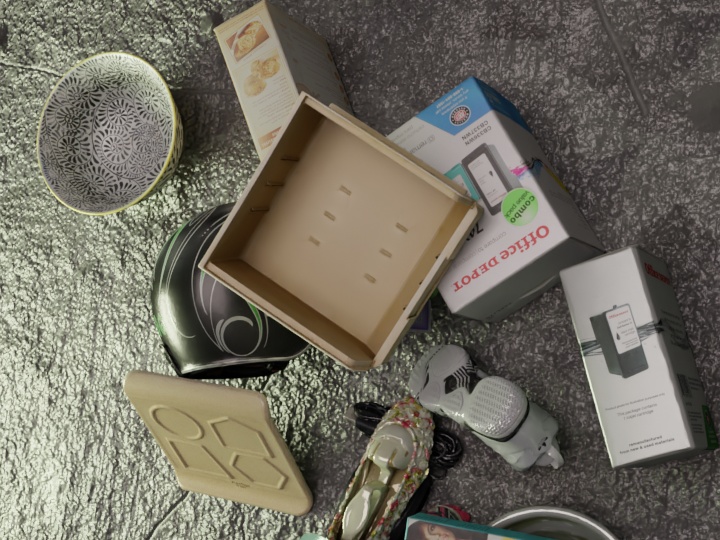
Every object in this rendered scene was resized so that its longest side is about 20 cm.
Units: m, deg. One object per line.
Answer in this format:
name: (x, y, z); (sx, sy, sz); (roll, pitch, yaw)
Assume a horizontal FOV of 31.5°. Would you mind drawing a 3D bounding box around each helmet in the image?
helmet: (-0.133, 0.018, 1.418); (0.200, 0.200, 0.191); (-11, 79, 22)

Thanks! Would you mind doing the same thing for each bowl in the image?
bowl: (-0.288, -0.159, 1.566); (0.200, 0.094, 0.201); (-3, 82, 23)

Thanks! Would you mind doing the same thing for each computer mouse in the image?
computer mouse: (0.015, 0.253, 1.397); (0.138, 0.053, 0.200); (21, 92, 24)

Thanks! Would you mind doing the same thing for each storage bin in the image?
storage bin: (-0.015, -0.035, 1.253); (0.198, 0.094, 0.200); (34, 100, 11)

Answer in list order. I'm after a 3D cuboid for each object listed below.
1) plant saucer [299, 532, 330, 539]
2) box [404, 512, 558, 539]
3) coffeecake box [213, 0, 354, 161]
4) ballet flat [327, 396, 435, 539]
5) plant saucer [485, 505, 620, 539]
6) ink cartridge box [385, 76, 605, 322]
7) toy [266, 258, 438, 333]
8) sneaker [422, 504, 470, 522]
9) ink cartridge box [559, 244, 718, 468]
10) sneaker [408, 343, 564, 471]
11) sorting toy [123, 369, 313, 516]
plant saucer: (-0.011, 0.365, 1.324); (0.039, 0.201, 0.201); (-36, 64, -27)
box: (0.141, 0.300, 1.266); (0.200, 0.049, 0.082); (8, 86, 16)
coffeecake box: (-0.069, -0.182, 1.438); (0.073, 0.153, 0.200); (-26, 73, 20)
ballet flat: (0.023, 0.224, 1.346); (0.076, 0.064, 0.200); (17, 78, 22)
plant saucer: (0.193, 0.340, 1.300); (0.200, 0.050, 0.200); (-2, 83, 17)
ink cartridge box: (0.131, -0.068, 1.337); (0.147, 0.146, 0.200); (-35, 72, 17)
toy: (0.000, 0.000, 1.365); (0.047, 0.200, 0.115); (-15, 70, 58)
sneaker: (0.073, 0.349, 1.346); (0.081, 0.075, 0.200); (-2, 83, 24)
ink cartridge box: (0.275, 0.087, 1.252); (0.083, 0.147, 0.200); (-18, 75, 22)
sneaker: (0.133, 0.149, 1.344); (0.075, 0.115, 0.200); (-51, 29, -7)
sorting toy: (-0.155, 0.189, 1.430); (0.185, 0.200, 0.037); (7, 48, 25)
